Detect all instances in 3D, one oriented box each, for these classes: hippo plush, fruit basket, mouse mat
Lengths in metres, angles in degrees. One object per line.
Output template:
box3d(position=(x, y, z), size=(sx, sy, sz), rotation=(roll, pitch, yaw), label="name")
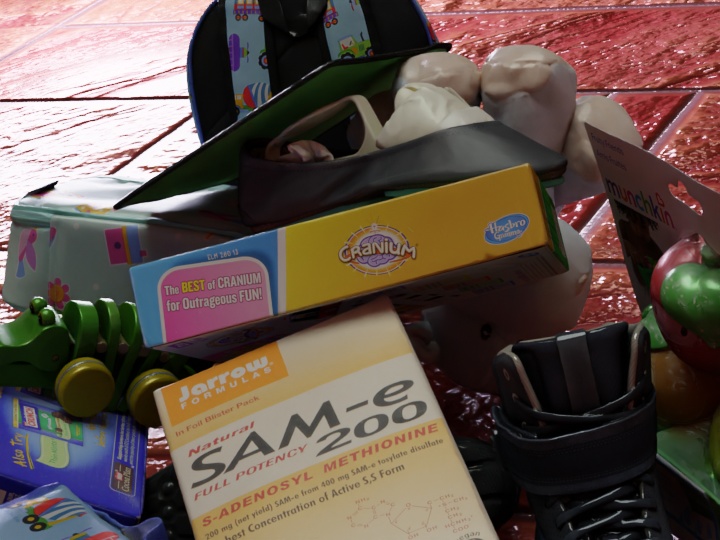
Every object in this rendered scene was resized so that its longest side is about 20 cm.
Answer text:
box3d(position=(0.059, -0.017, 1.247), size=(0.158, 0.200, 0.162), rotation=(23, 47, -12), label="hippo plush")
box3d(position=(0.164, 0.043, 1.022), size=(0.093, 0.201, 0.185), rotation=(-30, 26, -10), label="fruit basket")
box3d(position=(-0.041, -0.084, 1.261), size=(0.160, 0.008, 0.200), rotation=(-31, -3, 24), label="mouse mat")

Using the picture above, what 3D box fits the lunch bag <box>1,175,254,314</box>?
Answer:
box3d(position=(-0.109, -0.012, 1.324), size=(0.198, 0.078, 0.160), rotation=(8, 14, 15), label="lunch bag")

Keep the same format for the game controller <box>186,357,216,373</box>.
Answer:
box3d(position=(-0.128, 0.029, 1.388), size=(0.104, 0.042, 0.199), rotation=(-23, 23, -27), label="game controller")

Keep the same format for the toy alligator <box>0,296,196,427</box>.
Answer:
box3d(position=(-0.152, 0.037, 1.129), size=(0.199, 0.055, 0.059), rotation=(12, 20, -32), label="toy alligator")

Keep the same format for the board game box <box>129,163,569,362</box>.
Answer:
box3d(position=(0.000, 0.000, 1.098), size=(0.198, 0.041, 0.153), rotation=(-14, -7, 7), label="board game box")

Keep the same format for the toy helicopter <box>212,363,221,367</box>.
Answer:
box3d(position=(-0.042, 0.077, 1.229), size=(0.131, 0.080, 0.200), rotation=(-21, 12, -3), label="toy helicopter")

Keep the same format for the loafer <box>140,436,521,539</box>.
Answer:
box3d(position=(-0.016, 0.119, 1.105), size=(0.199, 0.069, 0.070), rotation=(-7, -12, 18), label="loafer")

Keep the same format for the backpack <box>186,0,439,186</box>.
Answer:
box3d(position=(-0.018, -0.101, 1.432), size=(0.181, 0.202, 0.135), rotation=(-12, 10, 13), label="backpack")

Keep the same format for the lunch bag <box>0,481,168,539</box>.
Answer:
box3d(position=(-0.162, 0.170, 0.950), size=(0.199, 0.095, 0.150), rotation=(-30, 27, -23), label="lunch bag")

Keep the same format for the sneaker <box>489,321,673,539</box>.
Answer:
box3d(position=(0.105, 0.107, 0.961), size=(0.076, 0.147, 0.203), rotation=(-9, 23, -3), label="sneaker")

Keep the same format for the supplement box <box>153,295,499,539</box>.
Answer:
box3d(position=(-0.009, 0.116, 0.982), size=(0.125, 0.074, 0.201), rotation=(-22, 40, -2), label="supplement box")

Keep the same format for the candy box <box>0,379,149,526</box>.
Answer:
box3d(position=(-0.213, 0.087, 1.128), size=(0.198, 0.078, 0.169), rotation=(20, 18, -10), label="candy box")

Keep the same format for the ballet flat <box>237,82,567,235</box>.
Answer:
box3d(position=(0.015, -0.063, 1.172), size=(0.199, 0.074, 0.073), rotation=(-9, 18, 33), label="ballet flat")
